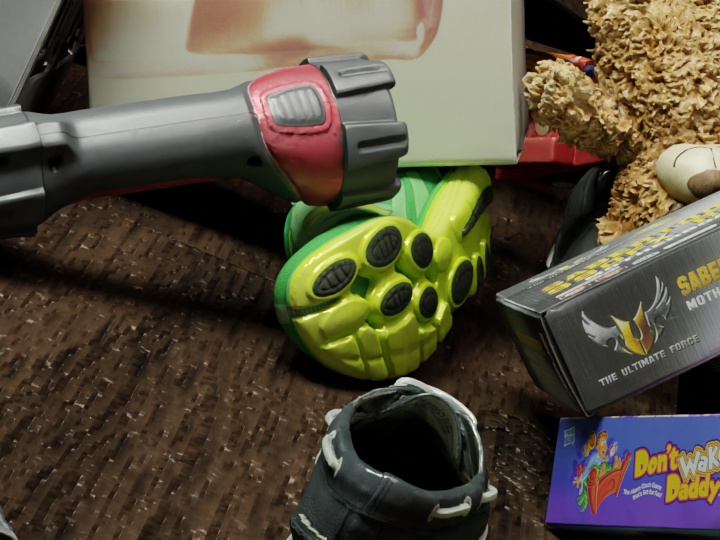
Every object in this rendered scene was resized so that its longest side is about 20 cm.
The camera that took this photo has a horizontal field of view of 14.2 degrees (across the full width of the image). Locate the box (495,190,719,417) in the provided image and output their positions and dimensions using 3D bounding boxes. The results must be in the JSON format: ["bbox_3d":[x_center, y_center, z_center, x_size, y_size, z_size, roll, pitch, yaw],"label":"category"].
[{"bbox_3d":[0.163,-0.007,1.220,0.158,0.199,0.049,-142,-153,-86],"label":"box"}]

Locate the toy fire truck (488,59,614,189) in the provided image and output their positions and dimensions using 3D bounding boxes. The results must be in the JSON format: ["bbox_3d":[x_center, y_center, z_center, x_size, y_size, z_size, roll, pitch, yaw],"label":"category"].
[{"bbox_3d":[0.069,-0.079,1.464,0.140,0.049,0.200,11,-10,-33],"label":"toy fire truck"}]

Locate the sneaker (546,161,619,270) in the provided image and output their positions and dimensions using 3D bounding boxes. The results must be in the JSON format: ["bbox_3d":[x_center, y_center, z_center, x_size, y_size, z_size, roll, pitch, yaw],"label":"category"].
[{"bbox_3d":[0.132,-0.016,1.448,0.066,0.091,0.200,26,16,5],"label":"sneaker"}]

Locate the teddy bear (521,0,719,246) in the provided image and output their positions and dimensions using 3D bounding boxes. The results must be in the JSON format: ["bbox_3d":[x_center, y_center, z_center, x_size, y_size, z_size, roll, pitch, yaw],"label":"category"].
[{"bbox_3d":[0.146,-0.095,1.358,0.144,0.201,0.067,20,-27,-25],"label":"teddy bear"}]

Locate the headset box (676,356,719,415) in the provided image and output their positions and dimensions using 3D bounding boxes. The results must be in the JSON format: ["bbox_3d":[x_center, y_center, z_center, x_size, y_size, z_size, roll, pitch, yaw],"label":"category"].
[{"bbox_3d":[0.262,0.064,1.280,0.199,0.078,0.149,15,-17,-29],"label":"headset box"}]

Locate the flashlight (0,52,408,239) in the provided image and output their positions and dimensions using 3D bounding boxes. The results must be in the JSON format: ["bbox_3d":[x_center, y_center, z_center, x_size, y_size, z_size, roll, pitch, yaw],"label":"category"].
[{"bbox_3d":[-0.082,-0.047,1.213,0.199,0.068,0.068,-10,20,-20],"label":"flashlight"}]

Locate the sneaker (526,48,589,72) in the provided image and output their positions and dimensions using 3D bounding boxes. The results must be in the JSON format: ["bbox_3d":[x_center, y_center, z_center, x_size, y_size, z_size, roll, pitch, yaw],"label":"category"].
[{"bbox_3d":[0.090,-0.105,1.716,0.199,0.073,0.077,19,4,-28],"label":"sneaker"}]

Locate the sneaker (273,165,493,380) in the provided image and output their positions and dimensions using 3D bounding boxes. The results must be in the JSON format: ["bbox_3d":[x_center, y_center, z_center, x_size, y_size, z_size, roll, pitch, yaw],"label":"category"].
[{"bbox_3d":[0.000,0.000,1.288,0.083,0.075,0.200,1,13,20],"label":"sneaker"}]

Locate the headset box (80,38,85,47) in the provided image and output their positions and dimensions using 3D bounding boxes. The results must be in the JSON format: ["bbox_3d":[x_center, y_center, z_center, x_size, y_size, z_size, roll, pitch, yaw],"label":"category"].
[{"bbox_3d":[-0.089,-0.198,1.595,0.173,0.093,0.200,-8,18,2],"label":"headset box"}]

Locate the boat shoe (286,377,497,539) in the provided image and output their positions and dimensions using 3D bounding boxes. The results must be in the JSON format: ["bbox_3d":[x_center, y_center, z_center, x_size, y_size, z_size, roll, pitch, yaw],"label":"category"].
[{"bbox_3d":[0.019,0.074,1.065,0.075,0.061,0.200,23,16,-1],"label":"boat shoe"}]

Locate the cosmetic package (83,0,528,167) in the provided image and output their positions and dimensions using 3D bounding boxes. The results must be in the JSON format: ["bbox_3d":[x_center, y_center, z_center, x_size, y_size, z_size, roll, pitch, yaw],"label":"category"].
[{"bbox_3d":[-0.023,-0.097,1.360,0.199,0.088,0.103,-1,11,5],"label":"cosmetic package"}]

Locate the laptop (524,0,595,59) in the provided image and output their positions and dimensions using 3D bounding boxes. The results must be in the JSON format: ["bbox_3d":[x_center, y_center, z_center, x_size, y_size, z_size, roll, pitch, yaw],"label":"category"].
[{"bbox_3d":[0.085,-0.197,1.624,0.177,0.103,0.201,23,52,-55],"label":"laptop"}]

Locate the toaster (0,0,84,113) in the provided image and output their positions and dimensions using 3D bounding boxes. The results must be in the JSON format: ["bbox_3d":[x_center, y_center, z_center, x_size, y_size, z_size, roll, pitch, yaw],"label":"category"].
[{"bbox_3d":[-0.176,-0.160,1.337,0.118,0.201,0.181,25,8,-1],"label":"toaster"}]

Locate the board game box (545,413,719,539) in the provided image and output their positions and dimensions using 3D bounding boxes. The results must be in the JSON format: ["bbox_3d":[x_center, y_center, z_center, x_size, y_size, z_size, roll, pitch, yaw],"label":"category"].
[{"bbox_3d":[0.194,0.098,1.157,0.199,0.045,0.134,14,-10,-31],"label":"board game box"}]

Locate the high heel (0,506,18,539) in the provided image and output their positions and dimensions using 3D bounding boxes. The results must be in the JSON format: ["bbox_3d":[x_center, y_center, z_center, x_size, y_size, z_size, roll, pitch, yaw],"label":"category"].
[{"bbox_3d":[-0.200,0.022,0.892,0.200,0.071,0.143,32,15,-37],"label":"high heel"}]
